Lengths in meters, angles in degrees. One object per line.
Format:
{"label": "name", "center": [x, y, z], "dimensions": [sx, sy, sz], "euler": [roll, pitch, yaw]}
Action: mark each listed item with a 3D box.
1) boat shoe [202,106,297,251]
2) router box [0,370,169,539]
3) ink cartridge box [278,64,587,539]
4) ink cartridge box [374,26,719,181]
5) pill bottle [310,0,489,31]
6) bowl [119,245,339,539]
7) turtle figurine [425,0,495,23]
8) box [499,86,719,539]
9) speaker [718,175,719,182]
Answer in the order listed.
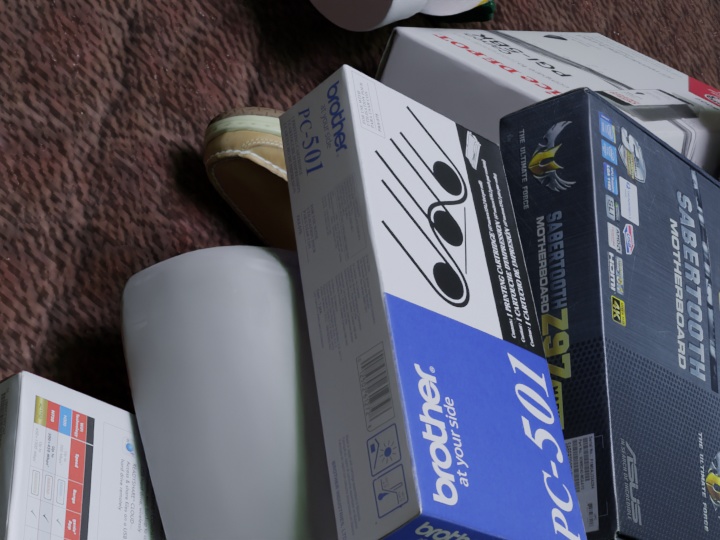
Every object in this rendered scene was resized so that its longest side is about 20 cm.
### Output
{"label": "boat shoe", "center": [0.000, 0.000, 0.894], "dimensions": [0.200, 0.072, 0.076], "euler": [35, 60, -29]}
{"label": "router box", "center": [-0.078, 0.161, 0.709], "dimensions": [0.179, 0.049, 0.201], "euler": [27, 48, -37]}
{"label": "ink cartridge box", "center": [0.026, 0.023, 0.724], "dimensions": [0.094, 0.044, 0.201], "euler": [23, 45, -39]}
{"label": "ink cartridge box", "center": [0.115, -0.066, 0.995], "dimensions": [0.147, 0.083, 0.200], "euler": [31, 23, 32]}
{"label": "pill bottle", "center": [0.063, -0.200, 0.969], "dimensions": [0.200, 0.114, 0.115], "euler": [-26, 88, -31]}
{"label": "bowl", "center": [0.010, 0.078, 0.766], "dimensions": [0.200, 0.075, 0.200], "euler": [14, 51, -48]}
{"label": "turtle figurine", "center": [0.060, -0.250, 1.092], "dimensions": [0.149, 0.101, 0.201], "euler": [26, 63, -18]}
{"label": "box", "center": [0.125, 0.042, 0.809], "dimensions": [0.158, 0.051, 0.201], "euler": [29, 54, -47]}
{"label": "speaker", "center": [0.215, -0.007, 0.964], "dimensions": [0.081, 0.081, 0.201], "euler": [-22, 128, -53]}
